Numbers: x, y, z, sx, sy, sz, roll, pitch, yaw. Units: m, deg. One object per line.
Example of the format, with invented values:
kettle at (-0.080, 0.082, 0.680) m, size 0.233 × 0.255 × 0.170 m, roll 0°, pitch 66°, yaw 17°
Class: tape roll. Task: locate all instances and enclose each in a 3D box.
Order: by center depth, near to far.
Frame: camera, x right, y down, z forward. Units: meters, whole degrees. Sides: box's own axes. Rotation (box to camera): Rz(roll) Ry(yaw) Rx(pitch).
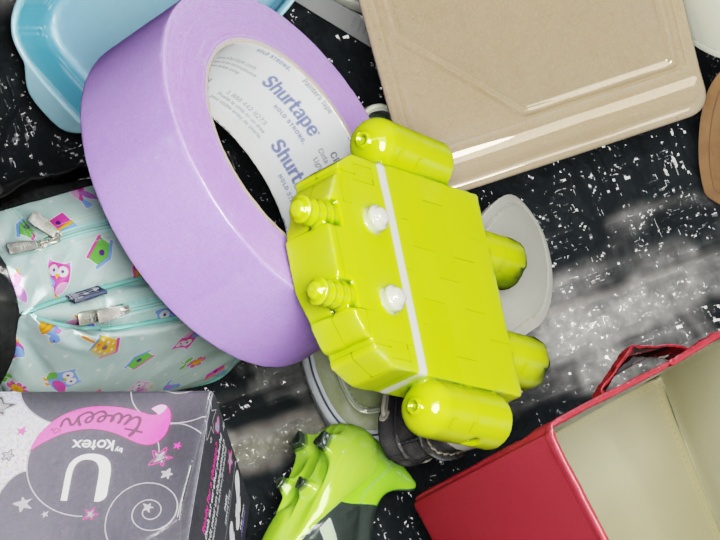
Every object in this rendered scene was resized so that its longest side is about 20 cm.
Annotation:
tape roll at (-0.060, -0.051, 1.543) m, size 0.200 × 0.066 × 0.201 m, roll 37°, pitch 35°, yaw -33°

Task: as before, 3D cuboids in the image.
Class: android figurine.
android figurine at (0.029, 0.007, 1.516) m, size 0.200 × 0.041 × 0.183 m, roll 19°, pitch 54°, yaw -50°

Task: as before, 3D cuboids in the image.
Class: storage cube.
storage cube at (0.166, 0.147, 1.555) m, size 0.170 × 0.180 × 0.201 m, roll -26°, pitch 85°, yaw -28°

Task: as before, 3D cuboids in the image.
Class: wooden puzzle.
wooden puzzle at (0.090, -0.162, 1.629) m, size 0.184 × 0.037 × 0.201 m, roll -18°, pitch 103°, yaw -8°

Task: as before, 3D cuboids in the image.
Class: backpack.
backpack at (-0.156, 0.012, 1.577) m, size 0.199 × 0.167 × 0.127 m, roll -12°, pitch 77°, yaw -29°

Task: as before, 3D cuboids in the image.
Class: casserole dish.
casserole dish at (-0.112, -0.161, 1.646) m, size 0.200 × 0.039 × 0.121 m, roll -44°, pitch 86°, yaw 14°

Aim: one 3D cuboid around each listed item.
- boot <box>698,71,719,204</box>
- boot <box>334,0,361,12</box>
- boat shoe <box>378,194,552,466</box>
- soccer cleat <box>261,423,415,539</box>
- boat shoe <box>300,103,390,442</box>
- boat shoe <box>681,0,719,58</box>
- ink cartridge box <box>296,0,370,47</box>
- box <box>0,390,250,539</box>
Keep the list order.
boot at (0.276, -0.146, 1.718) m, size 0.070 × 0.200 × 0.146 m, roll 31°, pitch 36°, yaw 9°
boot at (-0.028, -0.243, 1.627) m, size 0.072 × 0.144 × 0.200 m, roll -38°, pitch 79°, yaw -16°
boat shoe at (0.060, 0.035, 1.630) m, size 0.074 × 0.060 × 0.200 m, roll 45°, pitch 40°, yaw -25°
soccer cleat at (-0.035, 0.182, 1.595) m, size 0.081 × 0.067 × 0.201 m, roll 35°, pitch 76°, yaw -24°
boat shoe at (0.000, 0.000, 1.647) m, size 0.072 × 0.062 × 0.201 m, roll 0°, pitch 76°, yaw -10°
boat shoe at (0.192, -0.197, 1.691) m, size 0.062 × 0.073 × 0.200 m, roll -24°, pitch 44°, yaw -15°
ink cartridge box at (0.041, -0.173, 1.713) m, size 0.199 × 0.039 × 0.100 m, roll 31°, pitch 72°, yaw -1°
box at (-0.171, 0.143, 1.506) m, size 0.199 × 0.115 × 0.133 m, roll 0°, pitch 54°, yaw 10°
